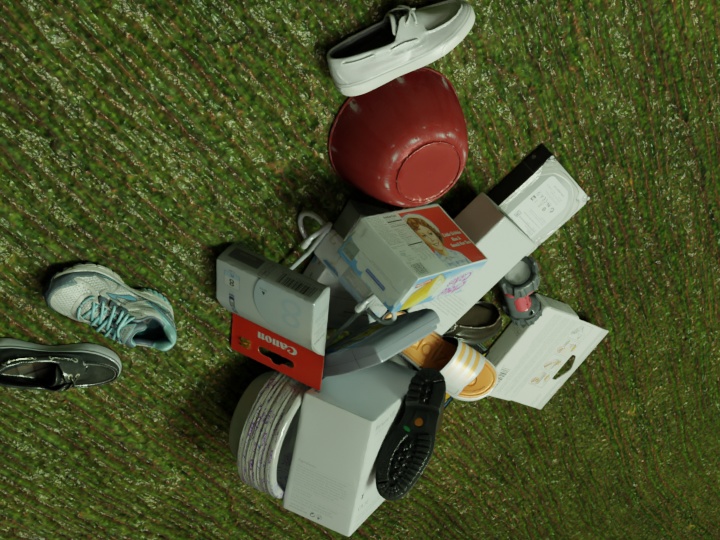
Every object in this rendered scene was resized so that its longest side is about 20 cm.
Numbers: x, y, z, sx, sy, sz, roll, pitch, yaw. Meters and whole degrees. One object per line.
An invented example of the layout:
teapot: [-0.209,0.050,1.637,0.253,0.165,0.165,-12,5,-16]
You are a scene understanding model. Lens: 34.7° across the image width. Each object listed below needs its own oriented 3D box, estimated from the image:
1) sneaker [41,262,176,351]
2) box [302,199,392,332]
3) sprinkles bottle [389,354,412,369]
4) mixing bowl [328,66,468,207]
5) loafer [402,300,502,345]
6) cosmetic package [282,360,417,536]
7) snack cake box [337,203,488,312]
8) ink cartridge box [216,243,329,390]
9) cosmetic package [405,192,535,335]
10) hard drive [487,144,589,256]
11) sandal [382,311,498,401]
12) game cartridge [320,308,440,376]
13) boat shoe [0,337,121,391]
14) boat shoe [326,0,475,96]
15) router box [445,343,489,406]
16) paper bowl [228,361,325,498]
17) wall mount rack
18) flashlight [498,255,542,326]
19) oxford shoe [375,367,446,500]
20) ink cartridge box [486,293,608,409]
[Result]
sneaker: [-0.320,0.053,1.514,0.199,0.086,0.078,19,116,-41]
box: [0.000,0.000,1.695,0.155,0.041,0.200,12,120,-39]
sprinkles bottle: [0.014,0.223,1.885,0.068,0.068,0.201,7,124,-35]
mixing bowl: [0.069,-0.161,1.544,0.199,0.109,0.201,-17,134,-18]
loafer: [0.144,0.072,1.823,0.199,0.073,0.072,-4,130,-29]
cosmetic package: [-0.006,0.256,1.748,0.199,0.122,0.201,-31,136,-59]
snack cake box: [0.074,-0.021,1.554,0.200,0.115,0.067,-13,146,-55]
ink cartridge box: [-0.126,0.077,1.605,0.047,0.159,0.201,-46,152,-45]
cosmetic package: [0.148,-0.008,1.701,0.200,0.074,0.102,-45,137,9]
hard drive: [0.244,-0.083,1.772,0.200,0.038,0.140,-42,136,10]
sandal: [0.120,0.132,1.748,0.206,0.059,0.079,32,82,-9]
game cartridge: [0.013,0.106,1.640,0.133,0.200,0.041,-32,96,-29]
boat shoe: [-0.413,0.137,1.554,0.199,0.057,0.069,10,122,-37]
boat shoe: [0.048,-0.295,1.446,0.199,0.072,0.069,-24,138,3]
router box: [0.116,0.203,1.890,0.200,0.051,0.149,-54,164,19]
paper bowl: [-0.124,0.233,1.745,0.201,0.104,0.201,-51,153,-39]
wall mount rack: [-0.049,0.024,1.596,0.074,0.200,0.174,-37,174,-34]
flashlight: [0.258,0.036,1.826,0.068,0.068,0.200,-38,154,-2]
oxford shoe: [0.082,0.250,1.692,0.201,0.072,0.085,-63,161,-21]
ink cartridge box: [0.309,0.145,2.010,0.176,0.045,0.200,19,117,-40]
